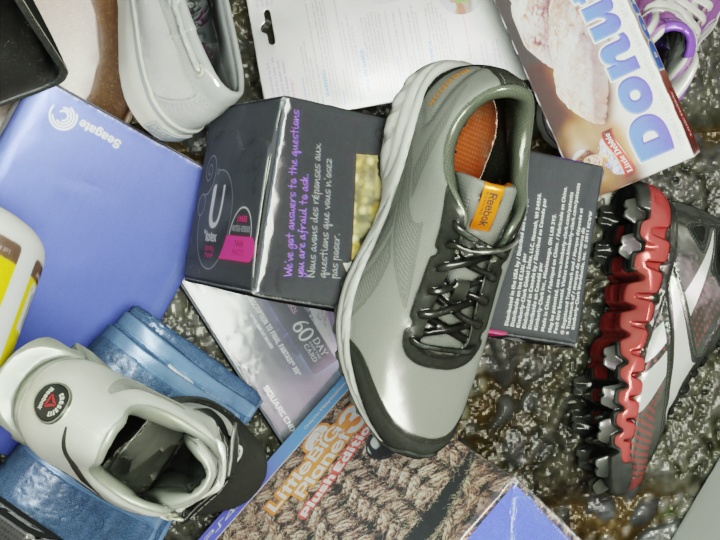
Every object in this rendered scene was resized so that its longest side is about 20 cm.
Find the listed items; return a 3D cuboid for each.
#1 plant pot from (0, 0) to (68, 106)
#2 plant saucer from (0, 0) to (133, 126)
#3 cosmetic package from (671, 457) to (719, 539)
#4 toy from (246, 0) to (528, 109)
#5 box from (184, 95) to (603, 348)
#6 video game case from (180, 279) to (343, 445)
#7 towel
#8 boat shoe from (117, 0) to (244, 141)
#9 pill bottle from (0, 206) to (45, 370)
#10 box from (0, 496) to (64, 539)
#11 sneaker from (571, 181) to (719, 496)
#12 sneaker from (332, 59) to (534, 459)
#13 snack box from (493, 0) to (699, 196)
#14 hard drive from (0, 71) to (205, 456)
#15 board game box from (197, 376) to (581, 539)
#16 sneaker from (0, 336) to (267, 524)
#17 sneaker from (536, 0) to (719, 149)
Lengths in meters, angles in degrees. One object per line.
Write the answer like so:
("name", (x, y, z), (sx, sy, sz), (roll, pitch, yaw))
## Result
("plant pot", (-0.283, -0.171, 0.654), (0.200, 0.200, 0.178), (-22, 74, -3))
("plant saucer", (-0.223, -0.133, 0.779), (0.200, 0.037, 0.201), (0, 91, -14))
("cosmetic package", (0.333, 0.158, 0.856), (0.165, 0.165, 0.200), (35, 83, -12))
("toy", (0.033, -0.160, 0.830), (0.199, 0.047, 0.116), (-10, 85, 0))
("box", (0.018, -0.025, 0.763), (0.199, 0.122, 0.106), (10, 88, -24))
("video game case", (0.000, 0.000, 0.846), (0.200, 0.019, 0.143), (-33, 99, -10))
("towel", (-0.152, 0.125, 0.777), (0.200, 0.049, 0.112), (-53, 128, -5))
("boat shoe", (-0.102, -0.174, 0.758), (0.072, 0.068, 0.201), (25, 52, -51))
("pill bottle", (-0.236, 0.059, 0.660), (0.109, 0.109, 0.201), (21, 72, -13))
("box", (-0.281, 0.161, 0.722), (0.200, 0.044, 0.160), (30, 85, 17))
("sneaker", (0.193, 0.048, 0.867), (0.098, 0.071, 0.201), (10, 88, -12))
("sneaker", (0.040, -0.006, 0.664), (0.074, 0.079, 0.201), (9, 90, -26))
("snack box", (0.122, -0.145, 0.782), (0.072, 0.024, 0.200), (-23, 91, 26))
("hard drive", (-0.176, 0.007, 0.774), (0.132, 0.025, 0.200), (29, 92, -26))
("board game box", (0.012, 0.167, 0.752), (0.160, 0.200, 0.097), (-48, 116, -8))
("sneaker", (-0.098, 0.103, 0.706), (0.200, 0.088, 0.074), (32, 86, -54))
("sneaker", (0.198, -0.158, 0.842), (0.073, 0.114, 0.201), (34, 82, -11))
